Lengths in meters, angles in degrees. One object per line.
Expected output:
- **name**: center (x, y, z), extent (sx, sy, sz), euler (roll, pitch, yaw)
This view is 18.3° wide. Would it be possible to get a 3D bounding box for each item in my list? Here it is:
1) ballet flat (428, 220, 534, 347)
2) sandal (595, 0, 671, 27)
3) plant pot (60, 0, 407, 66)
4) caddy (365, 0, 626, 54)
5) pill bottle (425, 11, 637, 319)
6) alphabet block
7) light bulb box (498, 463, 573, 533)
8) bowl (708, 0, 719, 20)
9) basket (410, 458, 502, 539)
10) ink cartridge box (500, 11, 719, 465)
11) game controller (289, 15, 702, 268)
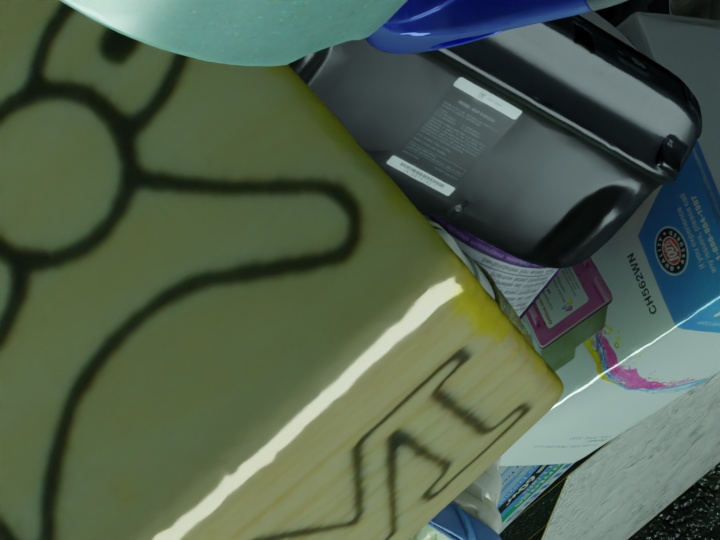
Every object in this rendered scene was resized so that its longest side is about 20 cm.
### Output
- **ballet flat**: center (0.000, 0.000, 0.923), extent (0.199, 0.071, 0.071), euler (19, 129, -22)
- **sandal**: center (0.128, -0.119, 1.110), extent (0.076, 0.043, 0.200), euler (-27, 158, -41)
- **plant pot**: center (-0.003, -0.159, 0.484), extent (0.200, 0.201, 0.196), euler (-25, 165, -44)
- **caddy**: center (0.080, -0.143, 0.756), extent (0.199, 0.105, 0.141), euler (-29, 168, 17)
- **pill bottle**: center (0.043, -0.027, 1.028), extent (0.111, 0.112, 0.200), euler (-20, 153, -51)
- **alphabet block**: center (-0.078, 0.022, 0.726), extent (0.200, 0.196, 0.196), euler (-41, 162, 1)
- **light bulb box**: center (0.018, 0.110, 1.290), extent (0.198, 0.125, 0.200), euler (-47, 162, 15)
- **bowl**: center (0.233, -0.098, 1.248), extent (0.200, 0.199, 0.109), euler (14, 80, -70)
- **basket**: center (-0.021, 0.132, 0.973), extent (0.176, 0.138, 0.201), euler (-51, -160, 48)
- **ink cartridge box**: center (0.118, -0.010, 1.090), extent (0.084, 0.145, 0.200), euler (0, 152, -41)
- **game controller**: center (0.043, -0.068, 0.890), extent (0.199, 0.042, 0.104), euler (27, 126, -31)
